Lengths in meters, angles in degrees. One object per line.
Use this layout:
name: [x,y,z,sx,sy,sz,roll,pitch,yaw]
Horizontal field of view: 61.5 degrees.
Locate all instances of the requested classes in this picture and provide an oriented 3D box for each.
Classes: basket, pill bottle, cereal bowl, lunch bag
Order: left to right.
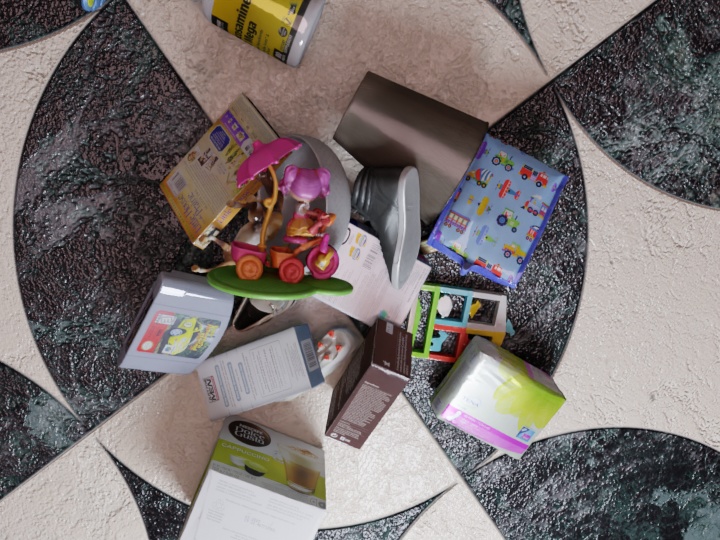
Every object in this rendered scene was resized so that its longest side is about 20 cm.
pill bottle: [-0.157,-0.390,0.871,0.196,0.113,0.115,25,101,-9]
cereal bowl: [-0.078,-0.100,0.923,0.082,0.198,0.207,-2,107,-40]
basket: [0.066,-0.198,0.927,0.196,0.137,0.183,30,113,-6]
lunch bag: [0.202,-0.080,0.922,0.148,0.094,0.203,28,71,8]

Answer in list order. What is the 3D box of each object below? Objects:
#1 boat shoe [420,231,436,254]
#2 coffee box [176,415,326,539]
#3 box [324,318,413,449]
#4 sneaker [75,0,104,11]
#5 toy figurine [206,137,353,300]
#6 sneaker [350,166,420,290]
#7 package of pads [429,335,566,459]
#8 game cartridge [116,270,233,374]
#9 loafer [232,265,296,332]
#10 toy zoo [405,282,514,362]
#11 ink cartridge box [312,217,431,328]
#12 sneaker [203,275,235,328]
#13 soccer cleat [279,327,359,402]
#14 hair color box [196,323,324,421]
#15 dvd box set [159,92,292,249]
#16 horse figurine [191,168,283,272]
boat shoe: [0.192,-0.050,1.000,0.194,0.074,0.069,-14,99,-1]
coffee box: [-0.183,0.398,1.014,0.195,0.198,0.205,23,99,-8]
box: [0.013,0.189,0.992,0.073,0.102,0.203,21,128,-8]
sneaker: [-0.414,-0.474,0.860,0.080,0.071,0.206,-10,104,13]
toy figurine: [-0.091,-0.072,0.777,0.193,0.150,0.190,5,102,-15]
sneaker: [0.035,-0.070,0.918,0.097,0.071,0.205,17,128,27]
package of pads: [0.242,0.221,1.058,0.196,0.069,0.157,28,109,-15]
game cartridge: [-0.278,0.088,0.928,0.130,0.041,0.201,10,130,-38]
loafer: [-0.150,0.048,0.940,0.072,0.200,0.063,48,56,2]
toy zoo: [0.177,0.097,1.061,0.193,0.021,0.136,8,103,-6]
ink cartridge box: [0.000,0.000,0.995,0.196,0.076,0.139,26,99,-12]
sneaker: [-0.281,0.056,0.999,0.194,0.060,0.107,-16,104,-5]
soccer cleat: [-0.084,0.166,1.037,0.198,0.077,0.071,-35,68,18]
hair color box: [-0.166,0.168,0.990,0.195,0.060,0.102,-21,84,18]
dvd box set: [-0.209,-0.153,0.920,0.200,0.147,0.029,-45,147,7]
horse figurine: [-0.170,-0.056,0.892,0.050,0.132,0.201,43,101,22]
